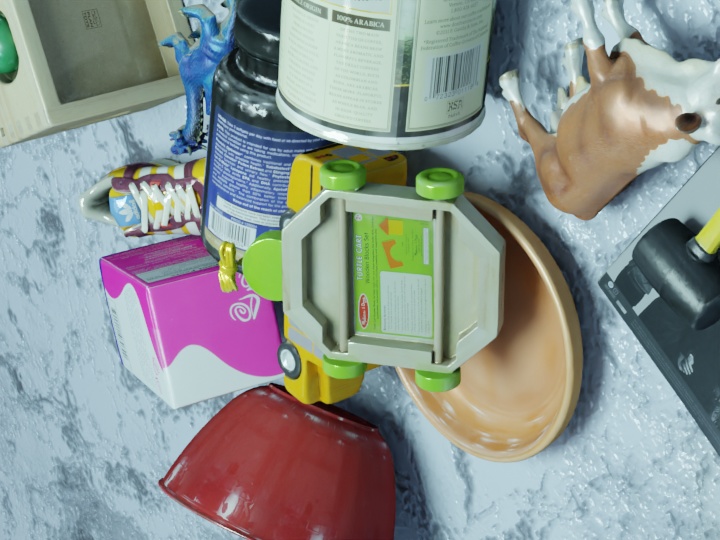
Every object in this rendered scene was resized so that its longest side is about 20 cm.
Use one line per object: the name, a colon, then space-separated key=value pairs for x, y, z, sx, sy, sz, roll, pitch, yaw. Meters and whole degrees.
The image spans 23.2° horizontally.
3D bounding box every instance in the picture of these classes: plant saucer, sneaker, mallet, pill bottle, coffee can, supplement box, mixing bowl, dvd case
plant saucer: x=0.089 y=0.037 z=1.258 sx=0.200 sy=0.037 sz=0.201 roll=26 pitch=126 yaw=43
sneaker: x=-0.160 y=-0.056 z=1.486 sx=0.199 sy=0.090 sz=0.075 roll=-1 pitch=105 yaw=52
mallet: x=0.230 y=-0.042 z=1.006 sx=0.066 sy=0.041 sz=0.200 roll=58 pitch=138 yaw=20
pill bottle: x=-0.060 y=-0.102 z=1.320 sx=0.112 sy=0.111 sz=0.201 roll=37 pitch=132 yaw=36
coffee can: x=0.020 y=-0.200 z=1.145 sx=0.146 sy=0.146 sz=0.201 roll=32 pitch=129 yaw=39
supplement box: x=-0.141 y=0.037 z=1.448 sx=0.200 sy=0.103 sz=0.102 roll=-156 pitch=53 yaw=-70
mixing bowl: x=-0.049 y=0.156 z=1.388 sx=0.200 sy=0.200 sz=0.109 roll=22 pitch=90 yaw=45
dvd case: x=0.239 y=0.010 z=1.064 sx=0.151 sy=0.025 sz=0.200 roll=57 pitch=141 yaw=18

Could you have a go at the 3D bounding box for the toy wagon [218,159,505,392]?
toy wagon: x=0.000 y=0.000 z=1.211 sx=0.199 sy=0.040 sz=0.156 roll=7 pitch=115 yaw=15

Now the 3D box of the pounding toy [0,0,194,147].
pounding toy: x=-0.269 y=-0.208 z=1.465 sx=0.142 sy=0.199 sz=0.185 roll=-12 pitch=97 yaw=53

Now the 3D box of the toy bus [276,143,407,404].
toy bus: x=-0.012 y=0.006 z=1.289 sx=0.078 sy=0.065 sz=0.201 roll=27 pitch=125 yaw=43

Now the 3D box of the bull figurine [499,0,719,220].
bull figurine: x=0.156 y=-0.102 z=1.072 sx=0.200 sy=0.065 sz=0.122 roll=-44 pitch=65 yaw=59

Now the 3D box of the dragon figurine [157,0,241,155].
dragon figurine: x=-0.106 y=-0.162 z=1.396 sx=0.200 sy=0.059 sz=0.100 roll=-38 pitch=75 yaw=53
